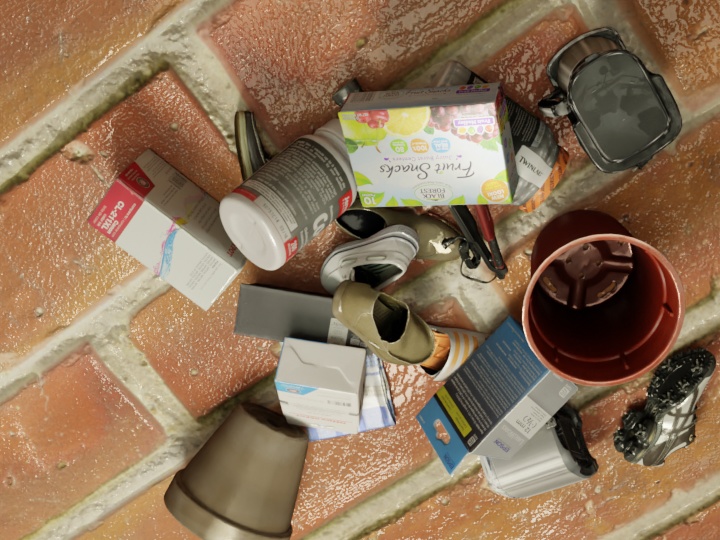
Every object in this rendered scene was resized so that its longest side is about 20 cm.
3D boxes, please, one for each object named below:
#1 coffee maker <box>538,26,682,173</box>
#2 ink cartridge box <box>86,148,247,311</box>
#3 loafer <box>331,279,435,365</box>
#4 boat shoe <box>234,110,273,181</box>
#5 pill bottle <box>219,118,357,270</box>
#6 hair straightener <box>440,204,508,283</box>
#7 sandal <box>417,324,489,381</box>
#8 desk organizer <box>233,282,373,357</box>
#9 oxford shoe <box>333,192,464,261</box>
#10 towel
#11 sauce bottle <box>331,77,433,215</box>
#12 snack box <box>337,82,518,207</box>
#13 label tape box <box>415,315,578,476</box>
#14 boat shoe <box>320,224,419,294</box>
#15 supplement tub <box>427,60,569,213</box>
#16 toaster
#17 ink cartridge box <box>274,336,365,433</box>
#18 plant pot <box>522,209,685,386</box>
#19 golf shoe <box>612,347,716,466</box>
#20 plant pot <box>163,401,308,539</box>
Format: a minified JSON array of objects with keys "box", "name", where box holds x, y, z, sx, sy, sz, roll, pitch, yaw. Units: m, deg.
[{"box":[0.326,-0.199,1.273,0.191,0.200,0.135,33,110,-8],"name":"coffee maker"},{"box":[-0.250,-0.056,1.399,0.199,0.146,0.083,38,110,-9],"name":"ink cartridge box"},{"box":[0.042,0.078,1.367,0.199,0.067,0.077,32,76,-43],"name":"loafer"},{"box":[-0.129,-0.123,1.412,0.064,0.073,0.202,-13,108,-7],"name":"boat shoe"},{"box":[-0.076,-0.103,1.337,0.200,0.113,0.114,-42,106,-27],"name":"pill bottle"},{"box":[0.149,-0.043,1.388,0.076,0.041,0.200,-2,147,22],"name":"hair straightener"},{"box":[0.109,0.122,1.473,0.204,0.059,0.080,13,108,-8],"name":"sandal"},{"box":[-0.070,0.066,1.446,0.197,0.077,0.073,9,93,8],"name":"desk organizer"},{"box":[0.051,-0.048,1.415,0.197,0.075,0.071,15,110,-1],"name":"oxford shoe"},{"box":[-0.035,0.155,1.524,0.145,0.024,0.202,-11,109,9],"name":"towel"},{"box":[0.038,-0.168,1.382,0.066,0.066,0.201,-35,101,15],"name":"sauce bottle"},{"box":[0.085,-0.151,1.266,0.197,0.053,0.143,0,129,22],"name":"snack box"},{"box":[0.182,0.180,1.402,0.066,0.143,0.200,37,100,-29],"name":"label tape box"},{"box":[0.000,0.000,1.393,0.073,0.067,0.200,34,144,-17],"name":"boat shoe"},{"box":[0.165,-0.169,1.338,0.199,0.123,0.123,33,109,-7],"name":"supplement tub"},{"box":[0.247,0.256,1.456,0.128,0.200,0.115,-26,68,18],"name":"toaster"},{"box":[-0.053,0.165,1.450,0.114,0.200,0.067,8,66,4],"name":"ink cartridge box"},{"box":[0.305,0.017,1.355,0.198,0.196,0.203,1,110,4],"name":"plant pot"},{"box":[0.454,0.200,1.483,0.094,0.078,0.201,26,113,-23],"name":"golf shoe"},{"box":[-0.163,0.298,1.513,0.198,0.200,0.175,28,93,-6],"name":"plant pot"}]
